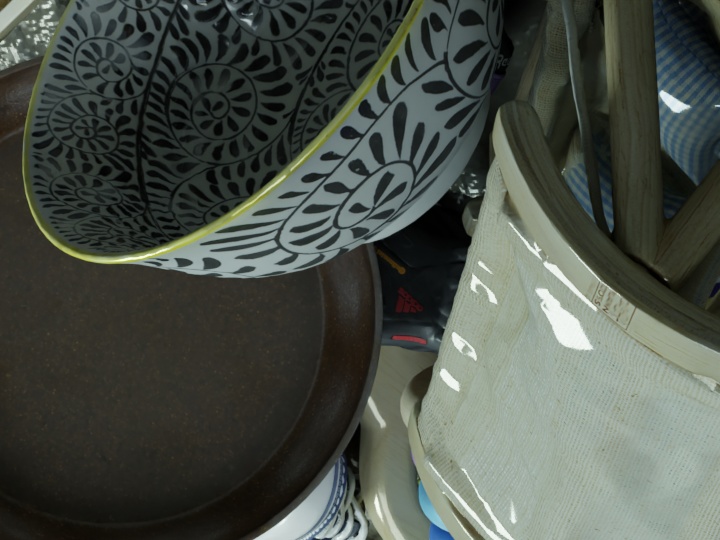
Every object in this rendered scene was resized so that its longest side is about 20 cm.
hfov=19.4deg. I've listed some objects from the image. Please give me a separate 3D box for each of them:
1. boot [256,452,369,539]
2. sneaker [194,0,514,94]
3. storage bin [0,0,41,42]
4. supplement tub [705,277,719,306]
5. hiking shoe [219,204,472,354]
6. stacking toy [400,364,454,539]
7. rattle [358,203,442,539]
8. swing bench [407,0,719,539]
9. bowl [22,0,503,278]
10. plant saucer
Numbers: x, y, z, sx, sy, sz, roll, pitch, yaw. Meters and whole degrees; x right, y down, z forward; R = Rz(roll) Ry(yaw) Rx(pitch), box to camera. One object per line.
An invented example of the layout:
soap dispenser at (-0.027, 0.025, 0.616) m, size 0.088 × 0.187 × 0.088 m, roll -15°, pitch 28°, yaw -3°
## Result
boot at (-0.026, 0.105, 1.033) m, size 0.090 × 0.073 × 0.200 m, roll 14°, pitch 171°, yaw -20°
sneaker at (-0.031, -0.123, 0.838) m, size 0.200 × 0.076 × 0.088 m, roll 34°, pitch 107°, yaw -10°
storage bin at (-0.210, -0.145, 0.773) m, size 0.199 × 0.094 × 0.200 m, roll 47°, pitch 121°, yaw -7°
supplement tub at (0.173, 0.109, 0.918) m, size 0.145 × 0.200 × 0.145 m, roll 8°, pitch 138°, yaw 8°
hiking shoe at (0.000, 0.000, 0.888) m, size 0.200 × 0.076 × 0.101 m, roll 19°, pitch 178°, yaw -3°
stacking toy at (0.069, 0.141, 0.947) m, size 0.085 × 0.085 × 0.200 m, roll -1°, pitch 109°, yaw 17°
rattle at (0.031, 0.052, 1.026) m, size 0.130 × 0.143 × 0.200 m, roll -38°, pitch 105°, yaw 6°
swing bench at (0.094, -0.007, 0.707) m, size 0.130 × 0.200 × 0.199 m, roll 20°, pitch 147°, yaw 4°
bowl at (-0.016, -0.070, 0.741) m, size 0.201 × 0.201 × 0.094 m, roll -23°, pitch 137°, yaw 35°
plant saucer at (-0.093, 0.016, 0.804) m, size 0.200 × 0.200 × 0.034 m, roll 21°, pitch 169°, yaw -7°
